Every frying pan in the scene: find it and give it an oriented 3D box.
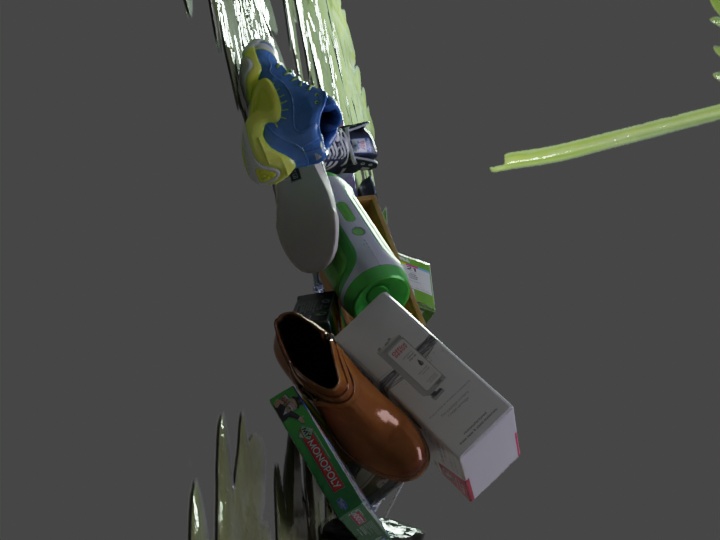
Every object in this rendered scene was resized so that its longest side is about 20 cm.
[{"bbox_3d":[0.011,-0.095,1.736,0.190,0.031,0.115,-111,-169,-64],"label":"frying pan"}]

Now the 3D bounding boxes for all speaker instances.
[{"bbox_3d":[-0.016,-0.029,1.390,0.200,0.088,0.089,58,-11,41],"label":"speaker"}]

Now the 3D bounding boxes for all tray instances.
[{"bbox_3d":[0.000,0.000,1.473,0.037,0.098,0.200,113,-37,-54],"label":"tray"}]

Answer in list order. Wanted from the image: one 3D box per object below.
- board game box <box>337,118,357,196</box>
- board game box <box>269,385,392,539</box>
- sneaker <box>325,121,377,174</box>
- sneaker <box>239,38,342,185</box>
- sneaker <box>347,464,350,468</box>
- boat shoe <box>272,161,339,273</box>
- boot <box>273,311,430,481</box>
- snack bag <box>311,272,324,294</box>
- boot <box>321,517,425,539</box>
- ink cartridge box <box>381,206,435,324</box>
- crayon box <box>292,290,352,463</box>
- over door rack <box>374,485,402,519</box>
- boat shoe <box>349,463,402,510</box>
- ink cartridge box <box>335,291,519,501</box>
[{"bbox_3d":[-0.025,-0.090,1.718,0.200,0.041,0.201,85,-4,-63],"label":"board game box"},{"bbox_3d":[-0.026,0.205,1.182,0.135,0.029,0.200,57,-4,24],"label":"board game box"},{"bbox_3d":[-0.038,-0.159,1.532,0.200,0.108,0.070,3,76,-84],"label":"sneaker"},{"bbox_3d":[-0.071,-0.173,1.250,0.076,0.105,0.200,73,10,-54],"label":"sneaker"},{"bbox_3d":[-0.009,0.175,1.518,0.080,0.071,0.200,37,35,-10],"label":"sneaker"},{"bbox_3d":[-0.061,-0.099,1.359,0.093,0.074,0.201,-20,100,-76],"label":"boat shoe"},{"bbox_3d":[-0.010,0.121,1.156,0.200,0.077,0.155,50,-9,14],"label":"boot"},{"bbox_3d":[-0.044,0.016,1.614,0.189,0.021,0.201,21,59,-84],"label":"snack bag"},{"bbox_3d":[0.007,0.356,1.336,0.200,0.077,0.139,22,83,-58],"label":"boot"},{"bbox_3d":[0.041,0.025,1.810,0.148,0.076,0.200,-55,-155,38],"label":"ink cartridge box"},{"bbox_3d":[-0.035,0.136,1.355,0.127,0.051,0.201,-80,160,-75],"label":"crayon box"},{"bbox_3d":[0.033,0.285,1.593,0.148,0.066,0.201,57,49,-75],"label":"over door rack"},{"bbox_3d":[0.018,0.241,1.362,0.202,0.065,0.075,114,-3,-55],"label":"boat shoe"},{"bbox_3d":[0.074,0.138,1.291,0.200,0.083,0.147,42,-13,27],"label":"ink cartridge box"}]
